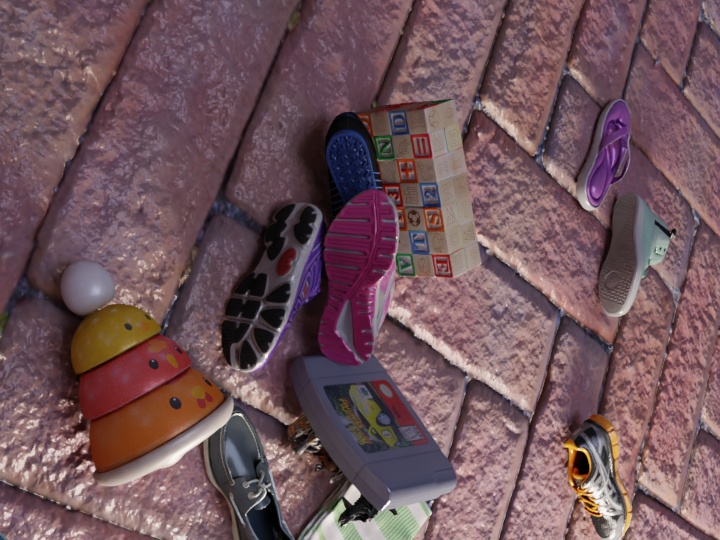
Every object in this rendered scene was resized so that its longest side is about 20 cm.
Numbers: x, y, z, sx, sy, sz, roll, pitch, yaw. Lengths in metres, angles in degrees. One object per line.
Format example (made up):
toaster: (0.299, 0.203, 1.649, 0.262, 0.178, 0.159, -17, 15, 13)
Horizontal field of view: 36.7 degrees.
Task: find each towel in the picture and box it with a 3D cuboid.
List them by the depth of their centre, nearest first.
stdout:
towel: (0.004, 0.314, 1.298, 0.200, 0.023, 0.153, -49, 124, -34)

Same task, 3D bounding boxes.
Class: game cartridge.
game cartridge: (0.008, 0.170, 1.197, 0.132, 0.200, 0.041, -4, 137, -44)

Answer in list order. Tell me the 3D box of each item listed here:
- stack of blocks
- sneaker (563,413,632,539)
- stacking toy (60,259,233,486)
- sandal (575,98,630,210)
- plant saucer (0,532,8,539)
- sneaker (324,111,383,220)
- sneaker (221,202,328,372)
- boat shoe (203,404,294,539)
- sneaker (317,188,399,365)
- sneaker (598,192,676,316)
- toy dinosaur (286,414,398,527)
stack of blocks: (0.067, -0.096, 1.290, 0.058, 0.114, 0.202, -24, 109, -43)
sneaker: (0.351, 0.320, 1.635, 0.077, 0.078, 0.202, -20, 102, -30)
stacking toy: (-0.221, 0.083, 1.003, 0.146, 0.146, 0.201, -33, 98, -41)
sandal: (0.391, -0.176, 1.675, 0.082, 0.050, 0.204, 44, 60, -38)
plant saucer: (-0.350, 0.235, 0.928, 0.070, 0.019, 0.201, -52, 126, -33)
sneaker: (-0.001, -0.085, 1.253, 0.078, 0.069, 0.202, -86, 171, -58)
sneaker: (-0.077, 0.026, 1.171, 0.084, 0.080, 0.201, 51, 58, -47)
boat shoe: (-0.110, 0.233, 1.148, 0.073, 0.061, 0.202, -26, 109, -43)
sneaker: (0.000, 0.000, 1.216, 0.088, 0.081, 0.202, -57, 162, -66)
sneaker: (0.443, -0.009, 1.712, 0.118, 0.073, 0.202, 27, 69, -36)
toy dinosaur: (0.012, 0.207, 1.245, 0.198, 0.102, 0.137, -4, 58, -20)
